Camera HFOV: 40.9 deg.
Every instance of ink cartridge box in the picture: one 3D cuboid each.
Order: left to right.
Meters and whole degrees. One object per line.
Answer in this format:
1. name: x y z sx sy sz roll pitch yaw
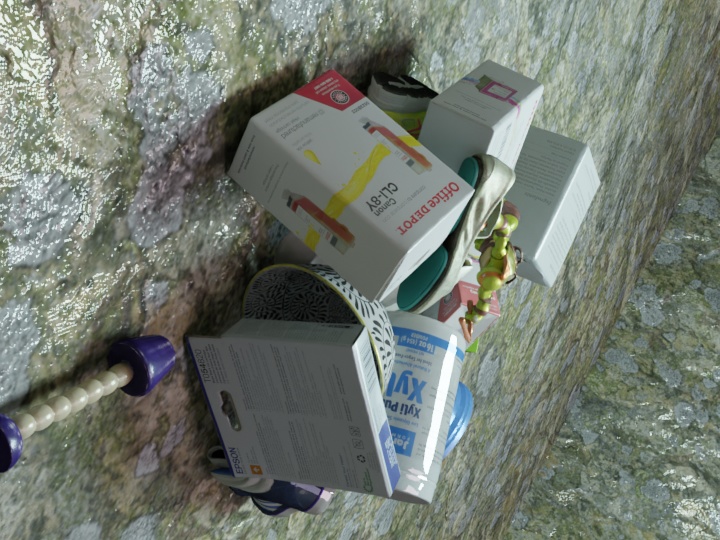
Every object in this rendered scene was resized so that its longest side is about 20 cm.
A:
1. ink cartridge box: -0.069 0.143 1.018 0.041 0.198 0.201 -54 139 -51
2. ink cartridge box: -0.007 -0.087 0.958 0.145 0.200 0.084 -41 169 -44
3. ink cartridge box: 0.118 0.006 1.314 0.117 0.067 0.201 -50 -146 41
4. ink cartridge box: 0.132 -0.148 1.141 0.200 0.084 0.145 -41 154 -54

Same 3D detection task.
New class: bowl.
1. bowl: -0.028 0.070 1.067 0.094 0.200 0.202 -31 139 -43
2. bowl: 0.089 0.245 1.528 0.039 0.200 0.201 46 63 -18

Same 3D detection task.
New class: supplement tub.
1. supplement tub: 0.044 0.161 1.136 0.132 0.131 0.202 54 47 -63

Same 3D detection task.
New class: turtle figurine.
1. turtle figurine: 0.164 -0.024 1.161 0.162 0.064 0.202 -69 165 -58

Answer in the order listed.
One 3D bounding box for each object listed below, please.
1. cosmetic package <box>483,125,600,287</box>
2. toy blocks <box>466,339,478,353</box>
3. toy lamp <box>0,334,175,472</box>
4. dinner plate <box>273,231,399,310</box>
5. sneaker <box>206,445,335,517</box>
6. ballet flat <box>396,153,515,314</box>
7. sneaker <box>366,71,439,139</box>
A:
1. cosmetic package: 0.263 -0.109 1.550 0.201 0.165 0.167 -63 156 -7
2. toy blocks: 0.122 0.101 1.520 0.137 0.099 0.202 130 -29 -77
3. toy lamp: -0.242 0.107 0.849 0.200 0.058 0.059 -31 139 -53
4. dinner plate: 0.000 0.000 1.104 0.201 0.198 0.024 82 3 -50
5. sneaker: -0.129 0.244 1.190 0.200 0.146 0.081 -18 -134 61
6. ballet flat: 0.107 -0.030 1.043 0.062 0.068 0.201 14 116 -28
7. sneaker: 0.052 -0.184 1.177 0.199 0.078 0.091 -5 127 -58
